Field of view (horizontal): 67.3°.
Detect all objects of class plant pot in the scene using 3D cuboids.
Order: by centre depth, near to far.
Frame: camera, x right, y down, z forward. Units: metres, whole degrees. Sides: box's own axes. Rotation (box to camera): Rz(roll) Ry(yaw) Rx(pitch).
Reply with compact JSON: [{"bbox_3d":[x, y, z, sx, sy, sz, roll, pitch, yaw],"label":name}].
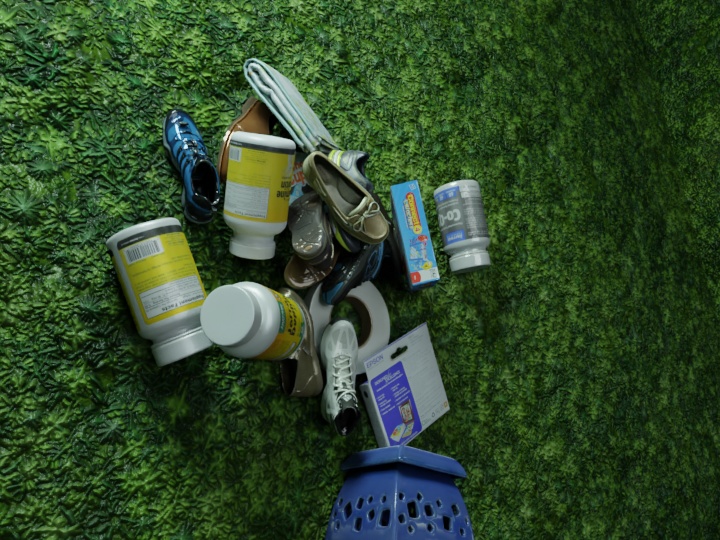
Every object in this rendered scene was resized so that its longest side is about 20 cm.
[{"bbox_3d":[0.071,0.419,0.957,0.198,0.199,0.183,24,57,-31],"label":"plant pot"}]

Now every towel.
[{"bbox_3d":[-0.125,-0.297,1.024,0.201,0.048,0.171,55,12,3],"label":"towel"}]

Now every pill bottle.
[{"bbox_3d":[-0.296,0.034,0.821,0.113,0.114,0.203,-21,91,-40],"label":"pill bottle"},{"bbox_3d":[-0.164,0.080,0.839,0.200,0.111,0.115,43,41,-73],"label":"pill bottle"},{"bbox_3d":[-0.176,-0.128,0.928,0.111,0.111,0.204,-2,108,-38],"label":"pill bottle"},{"bbox_3d":[0.245,-0.101,1.289,0.112,0.113,0.204,-2,78,-38],"label":"pill bottle"}]

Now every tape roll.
[{"bbox_3d":[-0.027,0.105,1.065,0.200,0.037,0.207,11,71,-36],"label":"tape roll"}]

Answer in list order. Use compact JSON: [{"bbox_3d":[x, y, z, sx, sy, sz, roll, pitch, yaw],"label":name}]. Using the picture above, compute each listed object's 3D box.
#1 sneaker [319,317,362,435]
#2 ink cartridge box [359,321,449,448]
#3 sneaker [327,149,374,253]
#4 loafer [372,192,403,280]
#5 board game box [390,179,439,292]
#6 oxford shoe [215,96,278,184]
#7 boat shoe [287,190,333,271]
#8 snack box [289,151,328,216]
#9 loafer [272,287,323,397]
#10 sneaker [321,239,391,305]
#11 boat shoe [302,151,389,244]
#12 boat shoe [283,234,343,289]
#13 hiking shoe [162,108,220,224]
[{"bbox_3d":[-0.023,0.191,0.951,0.074,0.115,0.205,-1,100,-20],"label":"sneaker"},{"bbox_3d":[0.088,0.235,1.101,0.196,0.043,0.204,-23,102,-40],"label":"ink cartridge box"},{"bbox_3d":[-0.015,-0.134,1.013,0.074,0.080,0.204,7,76,-69],"label":"sneaker"},{"bbox_3d":[0.050,-0.080,1.153,0.071,0.072,0.203,-23,96,-50],"label":"loafer"},{"bbox_3d":[0.109,-0.063,1.124,0.055,0.200,0.200,-13,84,2],"label":"board game box"},{"bbox_3d":[-0.204,-0.234,0.985,0.070,0.072,0.202,21,62,1],"label":"oxford shoe"},{"bbox_3d":[-0.088,-0.068,0.968,0.202,0.073,0.074,-98,164,-51],"label":"boat shoe"},{"bbox_3d":[-0.103,-0.170,1.081,0.197,0.037,0.118,4,75,-37],"label":"snack box"},{"bbox_3d":[-0.121,0.131,0.958,0.067,0.075,0.203,-16,88,-46],"label":"loafer"},{"bbox_3d":[0.000,0.000,1.047,0.201,0.072,0.082,-53,124,-29],"label":"sneaker"},{"bbox_3d":[-0.022,-0.125,0.949,0.073,0.063,0.201,-42,102,-8],"label":"boat shoe"},{"bbox_3d":[-0.082,-0.026,1.036,0.072,0.064,0.200,49,50,-7],"label":"boat shoe"},{"bbox_3d":[-0.276,-0.184,0.916,0.074,0.086,0.203,-16,88,-40],"label":"hiking shoe"}]
